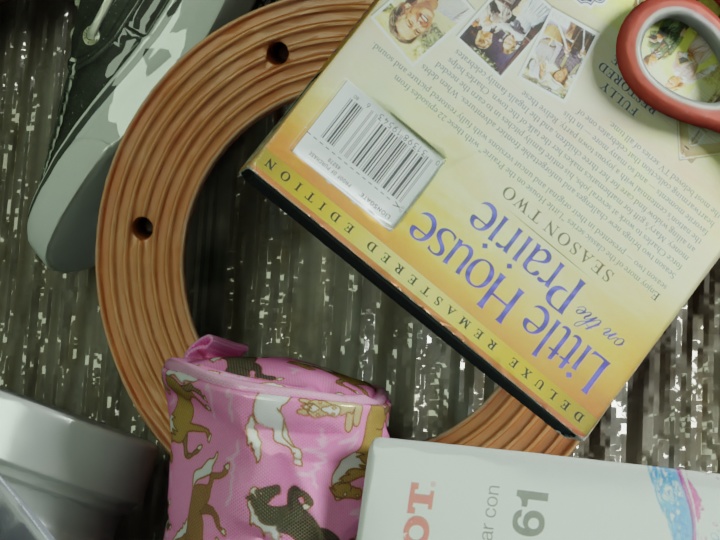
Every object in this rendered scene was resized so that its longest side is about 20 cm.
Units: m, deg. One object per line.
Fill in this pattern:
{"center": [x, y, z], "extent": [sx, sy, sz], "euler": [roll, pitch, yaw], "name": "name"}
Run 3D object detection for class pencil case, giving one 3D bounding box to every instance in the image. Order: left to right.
{"center": [-0.039, 0.126, 0.749], "extent": [0.086, 0.083, 0.201], "euler": [9, 93, 3], "name": "pencil case"}

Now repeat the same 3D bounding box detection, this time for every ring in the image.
{"center": [0.000, 0.000, 0.784], "extent": [0.200, 0.019, 0.201], "euler": [2, 97, 14], "name": "ring"}

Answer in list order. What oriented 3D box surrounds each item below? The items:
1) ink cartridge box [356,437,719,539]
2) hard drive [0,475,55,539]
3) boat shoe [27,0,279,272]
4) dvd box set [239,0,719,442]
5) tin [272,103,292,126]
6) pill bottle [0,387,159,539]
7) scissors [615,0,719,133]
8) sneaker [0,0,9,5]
{"center": [0.094, 0.139, 0.698], "extent": [0.199, 0.085, 0.145], "euler": [4, 79, 20], "name": "ink cartridge box"}
{"center": [-0.110, 0.178, 0.700], "extent": [0.135, 0.042, 0.200], "euler": [-32, 86, 10], "name": "hard drive"}
{"center": [-0.074, -0.091, 0.836], "extent": [0.064, 0.071, 0.200], "euler": [42, 106, 25], "name": "boat shoe"}
{"center": [0.076, -0.065, 0.732], "extent": [0.146, 0.029, 0.200], "euler": [38, 83, -7], "name": "dvd box set"}
{"center": [0.060, -0.090, 0.807], "extent": [0.200, 0.042, 0.112], "euler": [-33, 62, 13], "name": "tin"}
{"center": [-0.151, 0.143, 0.794], "extent": [0.116, 0.116, 0.201], "euler": [18, 84, 26], "name": "pill bottle"}
{"center": [0.160, -0.024, 0.722], "extent": [0.073, 0.014, 0.200], "euler": [-38, 93, -11], "name": "scissors"}
{"center": [-0.086, -0.159, 0.877], "extent": [0.199, 0.076, 0.071], "euler": [-20, 57, -5], "name": "sneaker"}
